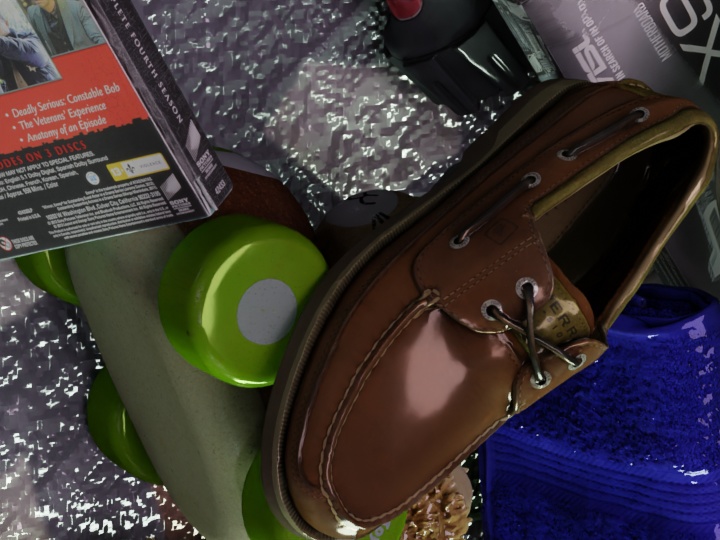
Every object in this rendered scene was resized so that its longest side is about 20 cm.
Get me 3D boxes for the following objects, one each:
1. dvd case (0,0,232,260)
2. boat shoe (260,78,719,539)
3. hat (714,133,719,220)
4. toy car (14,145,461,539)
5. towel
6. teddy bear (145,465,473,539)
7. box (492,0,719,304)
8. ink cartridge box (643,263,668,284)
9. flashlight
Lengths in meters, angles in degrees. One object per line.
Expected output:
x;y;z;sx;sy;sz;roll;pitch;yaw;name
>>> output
-0.142;-0.092;0.659;0.200;0.146;0.022;60;40;-24;dvd case
0.045;0.007;0.675;0.200;0.068;0.072;-53;127;-24;boat shoe
0.226;-0.053;0.771;0.200;0.081;0.201;0;112;0;hat
0.000;0.000;0.774;0.200;0.164;0.158;-30;114;-23;toy car
0.097;0.093;0.865;0.050;0.148;0.200;-23;114;-31;towel
-0.027;0.137;0.856;0.200;0.067;0.145;-34;125;-30;teddy bear
0.165;-0.075;0.816;0.158;0.050;0.200;-35;114;-3;box
0.177;0.047;0.945;0.145;0.087;0.200;-36;117;-22;ink cartridge box
-0.009;-0.137;0.809;0.068;0.068;0.200;-53;127;-9;flashlight
